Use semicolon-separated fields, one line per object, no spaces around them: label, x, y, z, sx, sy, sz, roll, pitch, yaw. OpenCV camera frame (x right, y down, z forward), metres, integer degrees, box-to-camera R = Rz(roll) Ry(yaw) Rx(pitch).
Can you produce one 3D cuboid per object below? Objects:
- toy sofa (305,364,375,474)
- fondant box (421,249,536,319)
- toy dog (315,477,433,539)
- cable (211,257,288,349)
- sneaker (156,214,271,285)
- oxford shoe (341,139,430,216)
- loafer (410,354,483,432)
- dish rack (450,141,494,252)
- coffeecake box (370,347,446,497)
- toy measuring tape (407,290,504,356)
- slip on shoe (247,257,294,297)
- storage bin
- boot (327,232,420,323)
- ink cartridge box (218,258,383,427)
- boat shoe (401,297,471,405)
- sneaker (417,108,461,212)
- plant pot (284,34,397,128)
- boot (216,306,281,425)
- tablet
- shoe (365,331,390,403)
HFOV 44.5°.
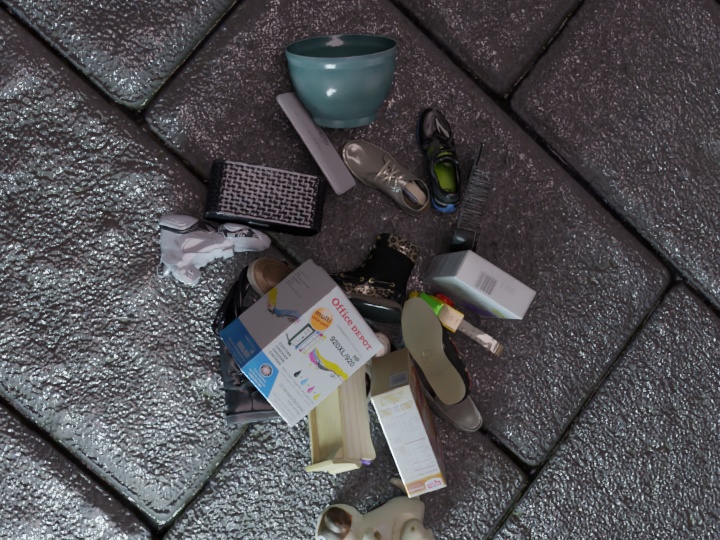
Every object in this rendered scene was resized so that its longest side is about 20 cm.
toy sofa;-0.044;0.247;1.532;0.097;0.082;0.203;9;67;-40
fondant box;0.207;0.027;1.575;0.143;0.200;0.059;31;83;-9
toy dog;0.020;0.463;1.548;0.197;0.140;0.197;4;74;-12
cable;-0.158;0.073;1.526;0.163;0.051;0.201;37;59;-17
sneaker;-0.260;-0.028;1.540;0.197;0.075;0.117;9;86;-7
oxford shoe;0.053;-0.174;1.624;0.199;0.058;0.076;38;82;-7
loafer;0.152;0.225;1.620;0.200;0.070;0.070;42;80;-8
dish rack;0.210;-0.128;1.613;0.054;0.153;0.203;15;83;5
coffeecake box;0.083;0.262;1.532;0.072;0.154;0.202;-18;107;7
toy measuring tape;0.173;0.098;1.621;0.199;0.074;0.074;32;81;8
slip on shoe;-0.104;0.041;1.516;0.200;0.060;0.077;41;53;-24
storage bin;-0.167;-0.122;1.530;0.197;0.135;0.095;8;86;-12
boot;0.001;0.001;1.600;0.201;0.074;0.155;17;60;13
ink cartridge box;-0.096;0.112;1.424;0.199;0.145;0.148;-40;118;-6
boat shoe;0.133;0.143;1.567;0.073;0.063;0.203;-30;76;15
sneaker;0.154;-0.210;1.627;0.070;0.083;0.202;-6;74;-12
plant pot;-0.030;-0.331;1.558;0.197;0.201;0.136;-9;115;-13
boot;-0.171;0.162;1.560;0.163;0.066;0.203;-3;77;-26
tablet;-0.075;-0.229;1.567;0.014;0.130;0.201;-31;95;18
shoe;0.003;0.206;1.596;0.069;0.053;0.202;28;82;-10
